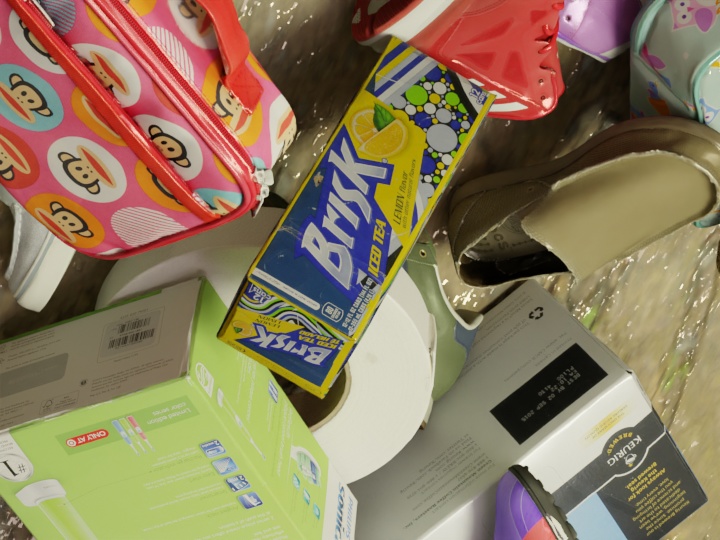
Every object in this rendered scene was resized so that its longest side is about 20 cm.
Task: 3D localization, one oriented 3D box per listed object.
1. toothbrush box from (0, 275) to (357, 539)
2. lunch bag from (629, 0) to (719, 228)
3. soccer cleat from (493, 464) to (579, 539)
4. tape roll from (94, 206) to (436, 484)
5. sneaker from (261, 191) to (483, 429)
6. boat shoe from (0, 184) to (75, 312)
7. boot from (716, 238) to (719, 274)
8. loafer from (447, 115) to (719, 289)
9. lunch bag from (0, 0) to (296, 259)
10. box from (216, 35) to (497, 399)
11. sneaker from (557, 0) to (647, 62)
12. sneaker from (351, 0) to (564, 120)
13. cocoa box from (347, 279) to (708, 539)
[{"bbox_3d":[-0.110,0.117,1.487,0.145,0.086,0.200,-18,127,20],"label":"toothbrush box"},{"bbox_3d":[0.240,-0.123,1.561,0.160,0.077,0.200,-35,152,-12],"label":"lunch bag"},{"bbox_3d":[0.101,0.201,1.545,0.073,0.068,0.200,-23,129,-9],"label":"soccer cleat"},{"bbox_3d":[-0.056,0.049,1.506,0.202,0.037,0.203,1,131,2],"label":"tape roll"},{"bbox_3d":[0.000,0.000,1.555,0.090,0.067,0.200,-51,122,-16],"label":"sneaker"},{"bbox_3d":[-0.171,-0.072,1.424,0.071,0.070,0.201,18,119,-6],"label":"boat shoe"},{"bbox_3d":[0.293,-0.081,1.536,0.175,0.066,0.200,-29,149,-22],"label":"boot"},{"bbox_3d":[0.134,-0.031,1.530,0.200,0.068,0.076,-20,130,38],"label":"loafer"},{"bbox_3d":[-0.127,-0.104,1.283,0.200,0.176,0.082,50,48,-25],"label":"lunch bag"},{"bbox_3d":[-0.001,-0.031,1.415,0.070,0.200,0.064,30,141,0],"label":"box"},{"bbox_3d":[0.122,-0.198,1.496,0.114,0.073,0.201,-37,127,0],"label":"sneaker"},{"bbox_3d":[0.103,-0.160,1.470,0.200,0.079,0.115,-28,128,31],"label":"sneaker"},{"bbox_3d":[0.087,0.133,1.622,0.200,0.133,0.131,-38,128,-3],"label":"cocoa box"}]
